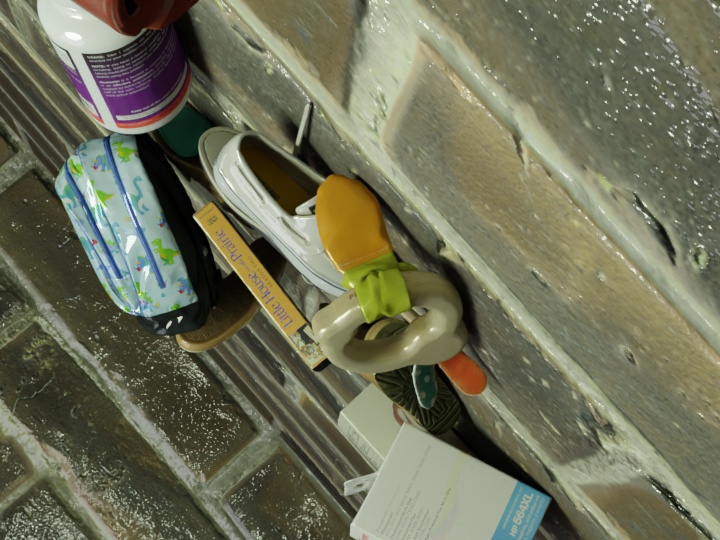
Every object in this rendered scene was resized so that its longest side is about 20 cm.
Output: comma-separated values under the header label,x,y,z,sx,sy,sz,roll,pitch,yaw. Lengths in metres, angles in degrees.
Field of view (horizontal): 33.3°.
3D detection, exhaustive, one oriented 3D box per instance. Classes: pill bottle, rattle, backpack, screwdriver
label,x,y,z,sx,sy,sz,roll,pitch,yaw
pill bottle,-0.227,-0.220,1.111,0.112,0.112,0.200,44,165,21
rattle,0.031,0.026,1.061,0.199,0.130,0.143,24,-158,-50
backpack,-0.233,-0.050,1.271,0.163,0.152,0.202,-97,0,-64
screwdriver,-0.056,-0.104,1.073,0.200,0.028,0.029,132,126,-75

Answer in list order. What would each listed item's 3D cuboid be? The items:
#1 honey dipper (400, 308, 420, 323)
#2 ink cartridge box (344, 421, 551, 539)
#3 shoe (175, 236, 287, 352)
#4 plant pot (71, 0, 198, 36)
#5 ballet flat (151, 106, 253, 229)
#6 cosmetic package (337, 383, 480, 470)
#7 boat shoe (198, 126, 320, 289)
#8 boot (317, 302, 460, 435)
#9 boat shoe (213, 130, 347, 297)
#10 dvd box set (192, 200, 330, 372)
label,x,y,z,sx,sy,sz,roll,pitch,yaw
honey dipper,0.000,0.000,1.123,0.200,0.038,0.038,43,167,-3
ink cartridge box,0.081,0.259,1.290,0.199,0.126,0.129,28,164,7
shoe,-0.142,0.037,1.377,0.070,0.200,0.054,26,135,16
plant pot,-0.162,-0.250,0.680,0.195,0.201,0.201,39,166,7
ballet flat,-0.164,-0.109,1.293,0.200,0.068,0.063,41,142,34
cosmetic package,0.071,0.220,1.422,0.200,0.087,0.103,46,168,9
boat shoe,-0.090,-0.056,1.192,0.200,0.073,0.063,44,152,2
boot,0.007,0.084,1.303,0.200,0.066,0.176,35,161,50
boat shoe,-0.040,-0.049,1.062,0.200,0.071,0.070,43,152,-5
dvd box set,-0.098,0.021,1.281,0.200,0.029,0.146,52,178,6
